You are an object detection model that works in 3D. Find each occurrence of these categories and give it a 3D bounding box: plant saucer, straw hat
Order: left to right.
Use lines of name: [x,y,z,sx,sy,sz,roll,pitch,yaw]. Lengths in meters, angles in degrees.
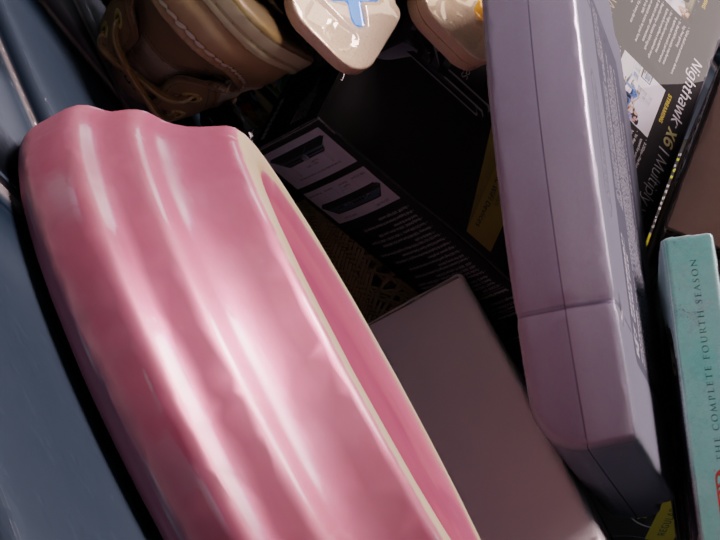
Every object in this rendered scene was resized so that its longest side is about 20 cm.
plant saucer: [-0.015,0.041,0.440,0.202,0.050,0.201,61,2,-3]
straw hat: [0.000,0.000,0.782,0.202,0.084,0.201,60,3,-5]

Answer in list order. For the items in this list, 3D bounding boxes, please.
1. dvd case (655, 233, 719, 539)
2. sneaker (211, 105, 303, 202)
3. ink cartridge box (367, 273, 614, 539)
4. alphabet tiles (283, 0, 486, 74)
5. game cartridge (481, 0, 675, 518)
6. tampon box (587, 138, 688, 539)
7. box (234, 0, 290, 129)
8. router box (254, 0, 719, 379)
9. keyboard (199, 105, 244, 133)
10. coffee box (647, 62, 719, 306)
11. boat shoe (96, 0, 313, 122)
dvd case: [0.130,0.083,0.652,0.200,0.022,0.148,56,29,-73]
sneaker: [-0.050,-0.095,0.952,0.201,0.073,0.112,62,1,-10]
ink cartridge box: [0.062,0.124,0.676,0.201,0.083,0.146,58,4,-44]
alphabet tiles: [-0.009,-0.168,0.635,0.200,0.015,0.197,42,49,-17]
game cartridge: [0.075,-0.025,0.597,0.133,0.040,0.202,56,28,-66]
tampon box: [0.117,0.048,0.883,0.151,0.125,0.202,102,-7,-50]
box: [-0.043,-0.124,0.806,0.111,0.035,0.200,56,-14,-12]
router box: [0.063,-0.083,0.713,0.157,0.201,0.052,39,-32,-22]
keyboard: [-0.105,-0.125,0.829,0.128,0.021,0.200,56,1,20]
coffee box: [0.167,-0.028,0.706,0.079,0.114,0.200,22,-12,8]
boat shoe: [-0.065,-0.089,0.664,0.074,0.066,0.200,50,1,-7]
